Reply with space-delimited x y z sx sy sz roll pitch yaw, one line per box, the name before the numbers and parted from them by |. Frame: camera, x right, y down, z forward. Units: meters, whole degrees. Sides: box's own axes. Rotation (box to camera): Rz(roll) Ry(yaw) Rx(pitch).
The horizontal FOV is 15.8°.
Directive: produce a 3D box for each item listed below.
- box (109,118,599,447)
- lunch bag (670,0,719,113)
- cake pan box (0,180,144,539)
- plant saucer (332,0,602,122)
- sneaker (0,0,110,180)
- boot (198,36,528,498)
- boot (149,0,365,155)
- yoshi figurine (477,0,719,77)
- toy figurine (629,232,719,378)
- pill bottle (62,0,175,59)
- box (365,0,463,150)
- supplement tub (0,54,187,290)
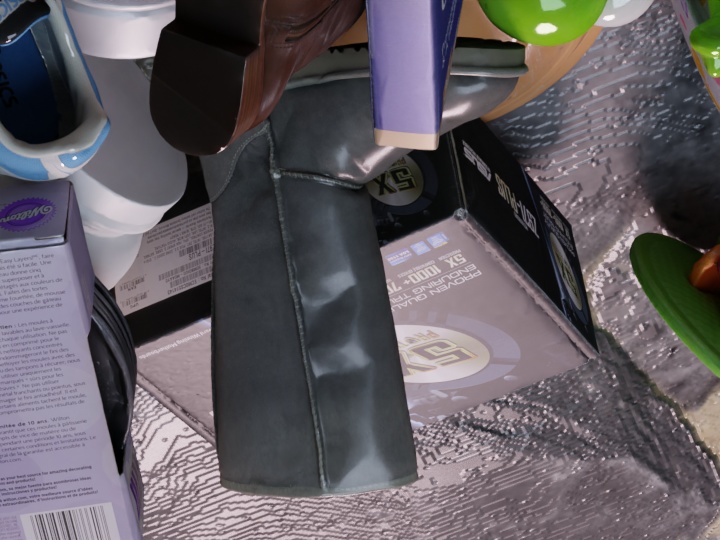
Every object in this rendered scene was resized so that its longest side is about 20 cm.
box | -0.007 0.010 1.298 0.199 0.086 0.164 -22 145 18
lunch bag | 0.224 -0.094 1.202 0.127 0.201 0.170 -25 136 11
cake pan box | -0.198 0.056 1.136 0.199 0.052 0.185 -8 129 4
plant saucer | 0.025 -0.127 1.220 0.199 0.032 0.201 -8 143 -6
sneaker | -0.165 -0.125 1.046 0.072 0.072 0.200 -8 121 51
boot | 0.002 0.000 1.164 0.181 0.201 0.072 -5 -177 30
boot | -0.014 -0.157 1.050 0.064 0.200 0.187 28 121 9
yoshi figurine | 0.129 -0.143 1.107 0.199 0.113 0.112 -19 149 28
toy figurine | 0.267 -0.026 1.356 0.184 0.150 0.200 -49 150 20
pill bottle | -0.095 -0.191 1.068 0.119 0.120 0.201 -4 136 -12
box | 0.024 -0.154 1.019 0.032 0.122 0.200 6 148 8
supplement tub | -0.191 -0.022 1.199 0.200 0.145 0.144 -38 133 23
